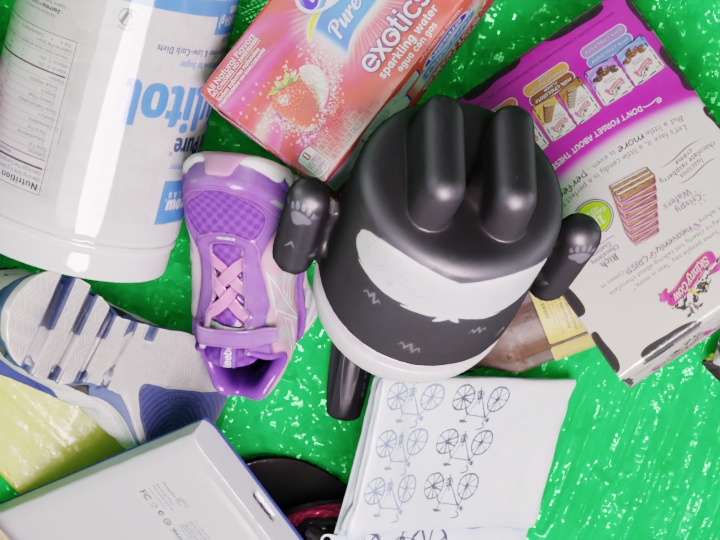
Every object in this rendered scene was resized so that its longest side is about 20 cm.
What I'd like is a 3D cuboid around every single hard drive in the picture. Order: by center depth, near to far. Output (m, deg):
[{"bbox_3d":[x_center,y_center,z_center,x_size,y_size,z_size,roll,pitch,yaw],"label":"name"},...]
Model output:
[{"bbox_3d":[-0.131,0.175,1.698,0.200,0.025,0.132,-24,110,37],"label":"hard drive"}]

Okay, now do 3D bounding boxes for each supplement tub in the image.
[{"bbox_3d":[-0.154,-0.107,1.626,0.132,0.132,0.200,13,104,-5],"label":"supplement tub"}]

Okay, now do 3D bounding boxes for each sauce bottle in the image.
[{"bbox_3d":[0.118,0.024,1.701,0.200,0.065,0.065,-19,104,3],"label":"sauce bottle"}]

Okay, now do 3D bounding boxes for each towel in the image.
[{"bbox_3d":[-0.172,0.130,1.747,0.086,0.018,0.200,-42,101,3],"label":"towel"}]

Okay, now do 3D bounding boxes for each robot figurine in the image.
[{"bbox_3d":[0.043,-0.019,1.558,0.150,0.200,0.125,39,57,10],"label":"robot figurine"}]

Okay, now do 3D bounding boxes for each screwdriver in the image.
[{"bbox_3d":[0.000,0.000,1.708,0.029,0.028,0.200,-5,110,-30],"label":"screwdriver"}]

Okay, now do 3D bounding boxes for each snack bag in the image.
[{"bbox_3d":[0.049,0.158,1.690,0.189,0.021,0.200,4,106,-48],"label":"snack bag"}]

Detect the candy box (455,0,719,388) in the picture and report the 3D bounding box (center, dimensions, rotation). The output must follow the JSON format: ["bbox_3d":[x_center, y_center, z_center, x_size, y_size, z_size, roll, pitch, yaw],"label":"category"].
[{"bbox_3d":[0.161,-0.049,1.643,0.136,0.061,0.200,-34,75,5],"label":"candy box"}]

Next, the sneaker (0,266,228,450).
[{"bbox_3d":[-0.178,0.046,1.689,0.199,0.115,0.081,38,77,-43],"label":"sneaker"}]

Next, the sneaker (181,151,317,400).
[{"bbox_3d":[-0.070,0.009,1.628,0.080,0.088,0.200,11,146,13],"label":"sneaker"}]

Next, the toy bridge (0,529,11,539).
[{"bbox_3d":[-0.241,0.184,1.725,0.200,0.067,0.027,48,56,-8],"label":"toy bridge"}]

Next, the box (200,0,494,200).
[{"bbox_3d":[0.006,-0.149,1.609,0.095,0.100,0.200,38,91,7],"label":"box"}]

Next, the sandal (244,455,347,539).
[{"bbox_3d":[-0.008,0.180,1.744,0.200,0.045,0.075,27,95,-9],"label":"sandal"}]

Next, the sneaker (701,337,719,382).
[{"bbox_3d":[0.262,0.038,1.650,0.074,0.200,0.081,39,83,0],"label":"sneaker"}]
